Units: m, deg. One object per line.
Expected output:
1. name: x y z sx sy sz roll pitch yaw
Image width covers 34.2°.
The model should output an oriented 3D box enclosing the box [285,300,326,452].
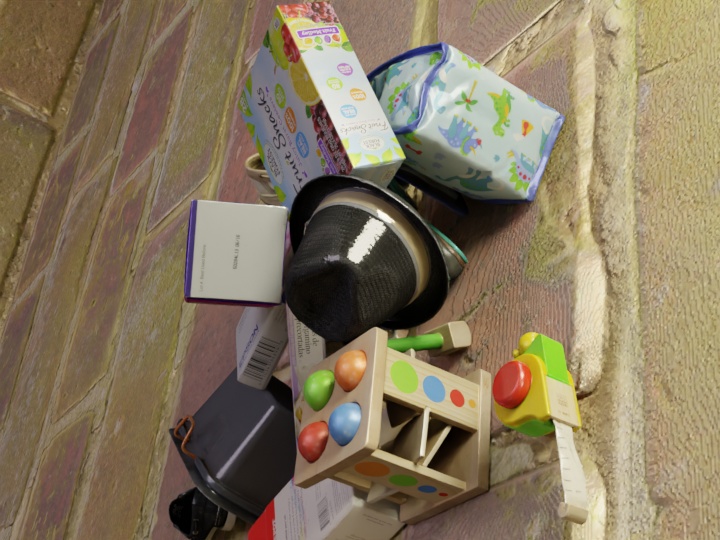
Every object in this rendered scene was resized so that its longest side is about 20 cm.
1. box: -0.057 0.125 1.319 0.041 0.039 0.201 -73 -21 -85

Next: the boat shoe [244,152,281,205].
1. boat shoe: -0.043 -0.132 1.408 0.199 0.065 0.072 -11 49 18

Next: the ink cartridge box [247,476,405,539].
1. ink cartridge box: -0.042 0.272 1.242 0.200 0.067 0.116 -51 29 28

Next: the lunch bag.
1. lunch bag: 0.083 -0.146 1.246 0.200 0.170 0.128 7 71 63

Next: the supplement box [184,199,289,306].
1. supplement box: -0.137 -0.014 1.257 0.200 0.103 0.102 168 107 -80

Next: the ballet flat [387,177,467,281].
1. ballet flat: 0.042 -0.049 1.304 0.068 0.068 0.200 -39 45 2

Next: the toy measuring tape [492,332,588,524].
1. toy measuring tape: 0.151 0.137 0.993 0.074 0.073 0.200 -45 32 36

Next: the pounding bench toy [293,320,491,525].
1. pounding bench toy: 0.028 0.118 1.140 0.124 0.156 0.200 -36 38 46

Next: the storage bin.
1. storage bin: -0.140 0.199 1.430 0.134 0.145 0.200 -54 26 1

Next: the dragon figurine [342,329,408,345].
1. dragon figurine: 0.002 0.114 1.301 0.099 0.059 0.200 -47 27 38

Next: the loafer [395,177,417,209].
1. loafer: 0.029 -0.114 1.453 0.070 0.075 0.200 -30 42 11

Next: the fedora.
1. fedora: -0.012 0.006 1.128 0.200 0.201 0.092 -27 19 52

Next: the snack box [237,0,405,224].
1. snack box: -0.046 -0.146 1.210 0.200 0.068 0.169 67 151 20

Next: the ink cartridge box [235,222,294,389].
1. ink cartridge box: -0.100 0.016 1.438 0.197 0.043 0.200 -64 17 17

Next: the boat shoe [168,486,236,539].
1. boat shoe: -0.213 0.312 1.510 0.199 0.066 0.075 152 128 -66
